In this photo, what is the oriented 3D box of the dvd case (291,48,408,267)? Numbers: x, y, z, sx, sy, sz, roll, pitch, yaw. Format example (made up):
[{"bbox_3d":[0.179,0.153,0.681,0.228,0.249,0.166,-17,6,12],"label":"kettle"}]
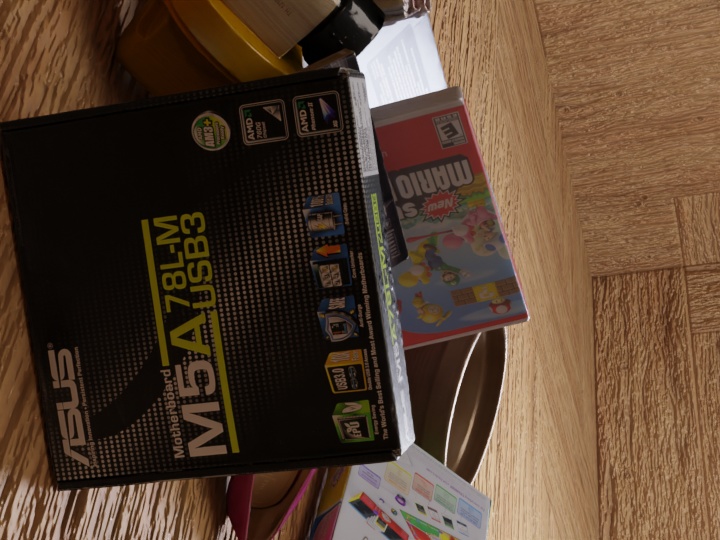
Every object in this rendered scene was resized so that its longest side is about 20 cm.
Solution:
[{"bbox_3d":[-0.071,-0.027,0.843,0.016,0.200,0.149,33,-35,52],"label":"dvd case"}]

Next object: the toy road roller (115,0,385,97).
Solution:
[{"bbox_3d":[-0.080,-0.179,0.915,0.123,0.146,0.200,43,19,-23],"label":"toy road roller"}]

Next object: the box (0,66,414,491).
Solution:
[{"bbox_3d":[-0.080,0.007,0.728,0.048,0.193,0.200,-26,109,-77],"label":"box"}]

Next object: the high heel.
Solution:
[{"bbox_3d":[-0.040,0.105,0.932,0.067,0.200,0.096,20,43,-23],"label":"high heel"}]

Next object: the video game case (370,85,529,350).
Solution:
[{"bbox_3d":[0.023,-0.024,0.942,0.017,0.143,0.200,-92,165,-48],"label":"video game case"}]

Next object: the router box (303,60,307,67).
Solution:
[{"bbox_3d":[-0.043,-0.074,1.191,0.180,0.049,0.200,48,37,-66],"label":"router box"}]

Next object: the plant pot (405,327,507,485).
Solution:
[{"bbox_3d":[0.076,0.128,1.410,0.201,0.093,0.201,14,90,-72],"label":"plant pot"}]

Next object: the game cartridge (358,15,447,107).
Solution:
[{"bbox_3d":[0.026,-0.177,1.388,0.133,0.040,0.200,-48,145,-22],"label":"game cartridge"}]

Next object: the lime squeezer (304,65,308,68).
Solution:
[{"bbox_3d":[-0.045,-0.088,0.953,0.071,0.038,0.200,9,95,-67],"label":"lime squeezer"}]

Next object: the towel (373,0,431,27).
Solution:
[{"bbox_3d":[-0.035,-0.269,1.060,0.032,0.200,0.191,-7,91,-44],"label":"towel"}]

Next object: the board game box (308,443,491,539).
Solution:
[{"bbox_3d":[0.035,0.227,1.195,0.153,0.040,0.200,37,29,-11],"label":"board game box"}]
